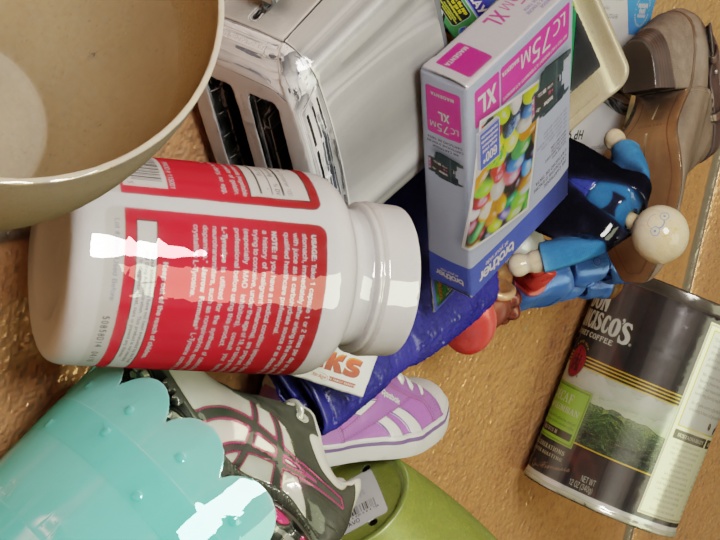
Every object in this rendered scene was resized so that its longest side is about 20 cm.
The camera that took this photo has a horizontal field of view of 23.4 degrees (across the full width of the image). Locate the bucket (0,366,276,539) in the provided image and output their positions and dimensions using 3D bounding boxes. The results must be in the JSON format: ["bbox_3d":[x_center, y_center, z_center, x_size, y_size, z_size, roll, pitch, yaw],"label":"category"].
[{"bbox_3d":[-0.130,0.167,0.959,0.134,0.206,0.208,-39,139,-22],"label":"bucket"}]

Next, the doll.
[{"bbox_3d":[0.138,-0.054,1.218,0.137,0.199,0.049,-55,155,-21],"label":"doll"}]

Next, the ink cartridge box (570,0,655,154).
[{"bbox_3d":[0.152,-0.127,1.322,0.116,0.067,0.202,-9,116,-55],"label":"ink cartridge box"}]

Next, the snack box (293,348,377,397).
[{"bbox_3d":[-0.071,0.014,1.034,0.198,0.024,0.073,20,93,-30],"label":"snack box"}]

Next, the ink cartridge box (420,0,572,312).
[{"bbox_3d":[0.087,-0.072,1.088,0.119,0.042,0.201,-44,148,-34],"label":"ink cartridge box"}]

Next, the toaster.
[{"bbox_3d":[-0.021,-0.108,1.040,0.129,0.113,0.201,-44,143,-27],"label":"toaster"}]

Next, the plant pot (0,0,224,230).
[{"bbox_3d":[-0.174,-0.097,0.774,0.200,0.200,0.135,-43,176,-34],"label":"plant pot"}]

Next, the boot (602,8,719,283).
[{"bbox_3d":[0.238,-0.097,1.318,0.146,0.070,0.203,-8,103,-57],"label":"boot"}]

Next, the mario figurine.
[{"bbox_3d":[0.119,-0.012,1.312,0.198,0.106,0.125,-11,131,-31],"label":"mario figurine"}]

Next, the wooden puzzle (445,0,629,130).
[{"bbox_3d":[0.093,-0.163,1.171,0.200,0.037,0.186,-39,110,-35],"label":"wooden puzzle"}]

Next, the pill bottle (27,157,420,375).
[{"bbox_3d":[-0.073,-0.001,0.946,0.198,0.112,0.114,4,108,-23],"label":"pill bottle"}]

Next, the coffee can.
[{"bbox_3d":[0.246,0.112,1.530,0.146,0.145,0.202,19,92,-58],"label":"coffee can"}]

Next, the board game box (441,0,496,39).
[{"bbox_3d":[0.069,-0.240,1.041,0.134,0.029,0.200,-30,124,14],"label":"board game box"}]

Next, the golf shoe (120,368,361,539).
[{"bbox_3d":[-0.079,0.101,1.066,0.088,0.077,0.201,-49,114,-31],"label":"golf shoe"}]

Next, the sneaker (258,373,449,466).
[{"bbox_3d":[0.007,0.071,1.223,0.200,0.072,0.116,-5,110,-55],"label":"sneaker"}]

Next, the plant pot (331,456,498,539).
[{"bbox_3d":[0.032,0.233,1.275,0.187,0.186,0.201,-49,130,-27],"label":"plant pot"}]

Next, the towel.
[{"bbox_3d":[0.000,0.000,1.150,0.199,0.049,0.149,-33,105,-39],"label":"towel"}]
